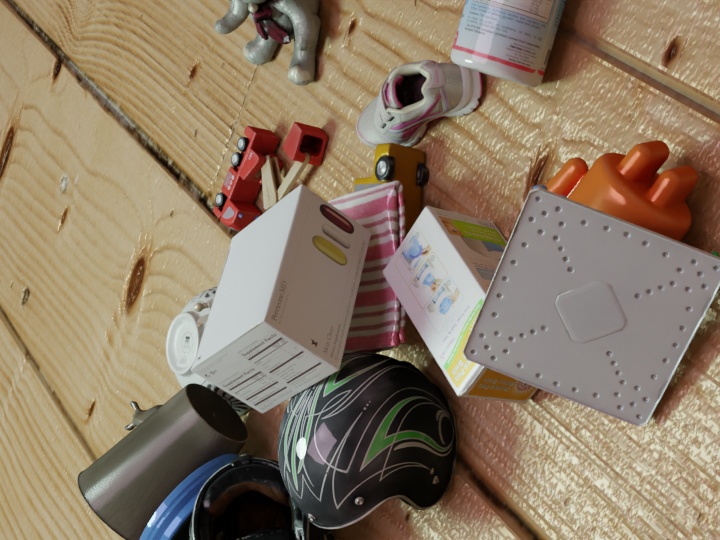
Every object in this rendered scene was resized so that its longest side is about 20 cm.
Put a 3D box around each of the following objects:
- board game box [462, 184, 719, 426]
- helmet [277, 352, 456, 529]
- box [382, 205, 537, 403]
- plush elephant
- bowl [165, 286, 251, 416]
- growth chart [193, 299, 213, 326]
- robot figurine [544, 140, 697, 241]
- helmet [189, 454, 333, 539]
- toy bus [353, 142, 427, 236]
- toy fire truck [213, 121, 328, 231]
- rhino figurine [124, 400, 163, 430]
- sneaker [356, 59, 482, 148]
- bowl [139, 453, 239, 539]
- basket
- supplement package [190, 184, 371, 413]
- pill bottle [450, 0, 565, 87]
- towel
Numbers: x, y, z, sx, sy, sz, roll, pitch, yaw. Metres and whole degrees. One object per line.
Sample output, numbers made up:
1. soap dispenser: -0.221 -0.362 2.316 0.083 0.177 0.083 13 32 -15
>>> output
1. board game box: 0.223 0.035 1.253 0.026 0.198 0.202 -67 -2 -60
2. helmet: -0.002 0.196 1.497 0.199 0.189 0.203 -13 73 49
3. box: 0.128 0.038 1.428 0.102 0.111 0.201 -56 44 27
4. plush elephant: -0.135 -0.372 1.790 0.165 0.153 0.202 42 116 46
5. bowl: -0.219 0.108 1.858 0.199 0.093 0.204 -13 73 50
6. growth chart: -0.130 0.076 1.730 0.200 0.143 0.018 39 139 48
7. robot figurine: 0.250 -0.034 1.290 0.201 0.143 0.117 -55 17 29
8. helmet: -0.121 0.342 1.611 0.192 0.197 0.202 78 172 -58
9. toy bus: 0.030 -0.052 1.604 0.078 0.064 0.203 -1 84 52
10. toy fire truck: -0.131 -0.132 1.827 0.141 0.048 0.202 45 118 44
11. rhino figurine: -0.289 0.230 1.927 0.199 0.087 0.061 8 89 51
12. sneaker: 0.053 -0.210 1.584 0.199 0.087 0.083 -27 63 45
13. bowl: -0.216 0.338 1.741 0.039 0.200 0.202 37 114 22
14. basket: -0.258 0.267 1.784 0.200 0.180 0.136 -47 17 12
15. supplement package: -0.090 0.033 1.502 0.155 0.110 0.202 -33 34 43
16. pill bottle: 0.177 -0.314 1.436 0.108 0.108 0.203 27 104 49
17. towel: 0.000 0.000 1.557 0.145 0.030 0.203 -13 74 50
